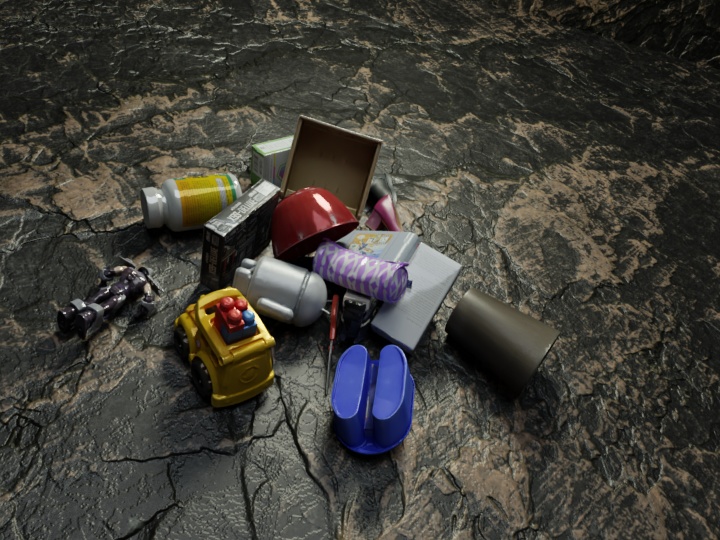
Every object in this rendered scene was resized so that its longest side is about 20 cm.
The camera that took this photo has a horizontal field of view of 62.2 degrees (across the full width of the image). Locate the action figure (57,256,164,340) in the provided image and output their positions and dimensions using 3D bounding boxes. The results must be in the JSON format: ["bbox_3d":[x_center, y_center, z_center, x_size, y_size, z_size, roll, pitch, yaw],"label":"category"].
[{"bbox_3d":[-0.454,0.047,1.103,0.129,0.070,0.200,27,39,18],"label":"action figure"}]

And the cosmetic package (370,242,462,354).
[{"bbox_3d":[0.115,0.058,1.220,0.101,0.071,0.201,31,77,11],"label":"cosmetic package"}]

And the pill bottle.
[{"bbox_3d":[-0.364,-0.145,1.290,0.198,0.113,0.113,-11,51,-28],"label":"pill bottle"}]

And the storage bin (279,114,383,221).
[{"bbox_3d":[-0.073,-0.233,1.403,0.198,0.201,0.094,16,6,-6],"label":"storage bin"}]

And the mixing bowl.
[{"bbox_3d":[-0.111,-0.106,1.259,0.199,0.200,0.109,-20,83,-34],"label":"mixing bowl"}]

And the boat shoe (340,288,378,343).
[{"bbox_3d":[-0.005,0.081,1.232,0.074,0.094,0.200,13,14,10],"label":"boat shoe"}]

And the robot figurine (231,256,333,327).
[{"bbox_3d":[-0.151,0.043,1.177,0.198,0.114,0.170,18,31,-2],"label":"robot figurine"}]

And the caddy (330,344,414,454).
[{"bbox_3d":[0.024,0.227,1.066,0.140,0.106,0.201,0,43,12],"label":"caddy"}]

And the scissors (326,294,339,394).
[{"bbox_3d":[-0.057,0.136,1.151,0.014,0.074,0.201,5,45,3],"label":"scissors"}]

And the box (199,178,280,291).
[{"bbox_3d":[-0.246,-0.074,1.229,0.049,0.158,0.200,29,45,10],"label":"box"}]

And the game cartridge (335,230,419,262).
[{"bbox_3d":[0.015,-0.034,1.294,0.198,0.042,0.133,4,38,33],"label":"game cartridge"}]

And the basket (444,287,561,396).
[{"bbox_3d":[0.285,0.135,1.233,0.199,0.137,0.180,33,41,19],"label":"basket"}]

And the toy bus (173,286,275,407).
[{"bbox_3d":[-0.236,0.100,1.035,0.135,0.193,0.200,-19,53,-32],"label":"toy bus"}]

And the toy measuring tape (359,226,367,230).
[{"bbox_3d":[-0.084,-0.100,1.388,0.198,0.074,0.074,19,42,-17],"label":"toy measuring tape"}]

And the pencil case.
[{"bbox_3d":[0.000,0.000,1.185,0.198,0.086,0.084,17,14,26],"label":"pencil case"}]

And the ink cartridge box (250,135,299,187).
[{"bbox_3d":[-0.175,-0.273,1.488,0.199,0.105,0.059,-24,49,-37],"label":"ink cartridge box"}]

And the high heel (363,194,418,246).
[{"bbox_3d":[0.108,-0.095,1.410,0.199,0.067,0.096,37,89,12],"label":"high heel"}]

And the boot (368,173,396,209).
[{"bbox_3d":[-0.016,-0.201,1.504,0.198,0.066,0.166,9,37,-15],"label":"boot"}]
